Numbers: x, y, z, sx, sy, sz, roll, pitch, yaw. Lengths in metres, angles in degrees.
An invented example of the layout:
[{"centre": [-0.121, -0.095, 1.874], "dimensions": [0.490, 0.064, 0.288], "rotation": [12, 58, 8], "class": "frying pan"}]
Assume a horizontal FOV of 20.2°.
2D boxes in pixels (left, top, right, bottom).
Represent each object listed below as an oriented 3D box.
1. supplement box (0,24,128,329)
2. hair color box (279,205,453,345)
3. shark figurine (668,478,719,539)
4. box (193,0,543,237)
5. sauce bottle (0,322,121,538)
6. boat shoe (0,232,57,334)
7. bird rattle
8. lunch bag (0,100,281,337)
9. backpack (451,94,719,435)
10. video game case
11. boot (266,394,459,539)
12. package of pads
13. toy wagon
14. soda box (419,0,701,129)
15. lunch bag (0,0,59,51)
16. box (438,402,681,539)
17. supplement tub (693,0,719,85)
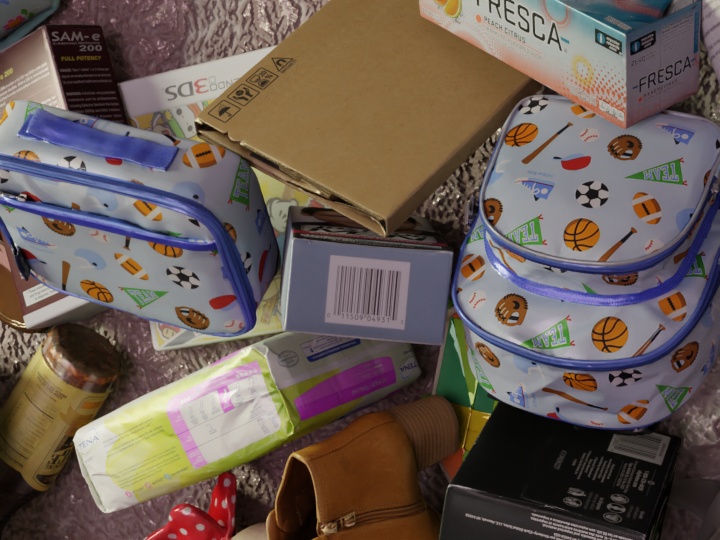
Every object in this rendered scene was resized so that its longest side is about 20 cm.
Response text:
[{"centre": [-0.218, -0.069, 1.483], "dimensions": [0.109, 0.061, 0.201], "rotation": [-21, 83, 40], "class": "supplement box"}, {"centre": [0.000, 0.000, 1.296], "dimensions": [0.098, 0.200, 0.061], "rotation": [5, 97, -4], "class": "hair color box"}, {"centre": [0.234, 0.207, 1.267], "dimensions": [0.128, 0.089, 0.216], "rotation": [0, 92, 29], "class": "shark figurine"}, {"centre": [0.018, -0.119, 1.300], "dimensions": [0.163, 0.200, 0.021], "rotation": [29, 147, 29], "class": "box"}, {"centre": [-0.251, 0.131, 1.529], "dimensions": [0.066, 0.066, 0.200], "rotation": [44, 118, 18], "class": "sauce bottle"}, {"centre": [-0.308, -0.022, 1.543], "dimensions": [0.200, 0.068, 0.072], "rotation": [43, 110, 17], "class": "boat shoe"}, {"centre": [-0.062, 0.236, 1.414], "dimensions": [0.163, 0.112, 0.201], "rotation": [-19, 74, 44], "class": "bird rattle"}, {"centre": [-0.157, -0.036, 1.327], "dimensions": [0.199, 0.160, 0.076], "rotation": [13, 60, 20], "class": "lunch bag"}, {"centre": [0.146, -0.004, 1.225], "dimensions": [0.199, 0.154, 0.191], "rotation": [7, 60, 25], "class": "backpack"}, {"centre": [-0.086, -0.052, 1.450], "dimensions": [0.181, 0.023, 0.201], "rotation": [-10, 90, 28], "class": "video game case"}, {"centre": [0.002, 0.186, 1.331], "dimensions": [0.071, 0.144, 0.202], "rotation": [23, 124, 43], "class": "boot"}, {"centre": [-0.080, 0.095, 1.367], "dimensions": [0.200, 0.154, 0.068], "rotation": [-26, 85, 38], "class": "package of pads"}, {"centre": [0.109, 0.107, 1.350], "dimensions": [0.155, 0.040, 0.201], "rotation": [15, 101, 26], "class": "toy wagon"}, {"centre": [0.118, -0.163, 1.244], "dimensions": [0.200, 0.063, 0.069], "rotation": [35, 142, 41], "class": "soda box"}, {"centre": [-0.355, -0.192, 1.496], "dimensions": [0.200, 0.170, 0.122], "rotation": [-34, 71, 26], "class": "lunch bag"}, {"centre": [0.115, 0.205, 1.263], "dimensions": [0.124, 0.149, 0.201], "rotation": [14, 113, 13], "class": "box"}, {"centre": [0.258, -0.171, 1.196], "dimensions": [0.132, 0.132, 0.201], "rotation": [-24, 84, 27], "class": "supplement tub"}]
